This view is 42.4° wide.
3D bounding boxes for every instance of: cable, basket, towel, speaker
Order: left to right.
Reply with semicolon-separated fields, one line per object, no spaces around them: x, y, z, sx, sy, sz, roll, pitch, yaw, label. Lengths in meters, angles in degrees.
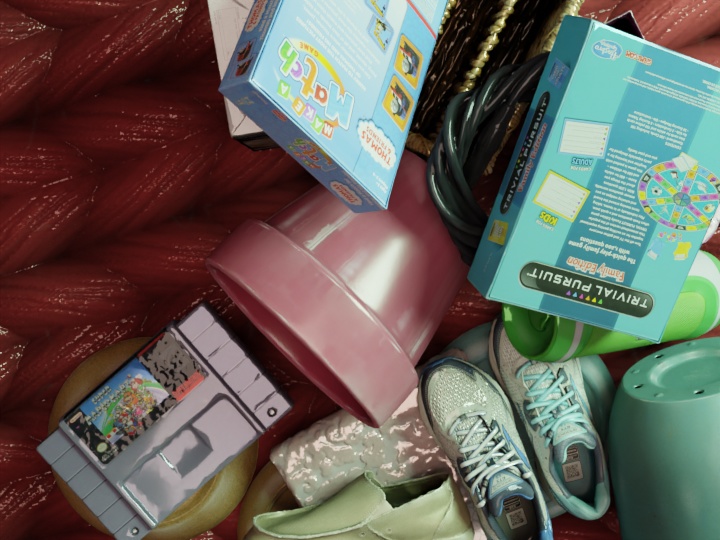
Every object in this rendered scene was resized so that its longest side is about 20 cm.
0.047;0.198;0.845;0.199;0.032;0.192;-28;95;1;towel
0.082;-0.193;0.776;0.142;0.149;0.201;29;95;-4;basket
0.147;-0.087;0.707;0.199;0.051;0.164;-30;111;0;cable
0.222;0.028;0.797;0.199;0.088;0.089;-6;96;-28;speaker

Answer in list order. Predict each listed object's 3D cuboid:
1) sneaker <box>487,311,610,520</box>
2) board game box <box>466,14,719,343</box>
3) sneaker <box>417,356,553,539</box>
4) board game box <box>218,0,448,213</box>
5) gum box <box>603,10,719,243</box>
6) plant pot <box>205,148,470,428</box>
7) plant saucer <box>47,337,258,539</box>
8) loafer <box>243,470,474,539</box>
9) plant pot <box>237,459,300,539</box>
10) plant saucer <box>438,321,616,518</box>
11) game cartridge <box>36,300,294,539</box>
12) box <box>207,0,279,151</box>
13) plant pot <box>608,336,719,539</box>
0.175;0.124;0.813;0.077;0.086;0.201;-24;95;1;sneaker
0.182;-0.061;0.670;0.150;0.047;0.201;15;105;-18;board game box
0.115;0.165;0.788;0.077;0.085;0.201;-29;96;0;sneaker
-0.010;-0.166;0.665;0.151;0.036;0.201;40;56;-41;board game box
0.234;-0.111;0.804;0.066;0.114;0.201;-29;96;2;gum box
0.000;0.000;0.783;0.200;0.200;0.179;45;77;-5;plant pot
-0.195;0.164;0.860;0.199;0.035;0.202;0;95;-2;plant saucer
-0.002;0.209;0.796;0.198;0.076;0.069;-4;95;-8;loafer
-0.018;0.255;0.878;0.198;0.027;0.202;0;95;-1;plant pot
0.149;0.146;0.871;0.199;0.027;0.202;0;95;-2;plant saucer
-0.174;0.136;0.825;0.200;0.038;0.130;-41;99;2;game cartridge
-0.076;-0.162;0.750;0.060;0.200;0.118;-9;94;-2;box
0.302;0.152;0.781;0.199;0.201;0.162;-19;101;1;plant pot
